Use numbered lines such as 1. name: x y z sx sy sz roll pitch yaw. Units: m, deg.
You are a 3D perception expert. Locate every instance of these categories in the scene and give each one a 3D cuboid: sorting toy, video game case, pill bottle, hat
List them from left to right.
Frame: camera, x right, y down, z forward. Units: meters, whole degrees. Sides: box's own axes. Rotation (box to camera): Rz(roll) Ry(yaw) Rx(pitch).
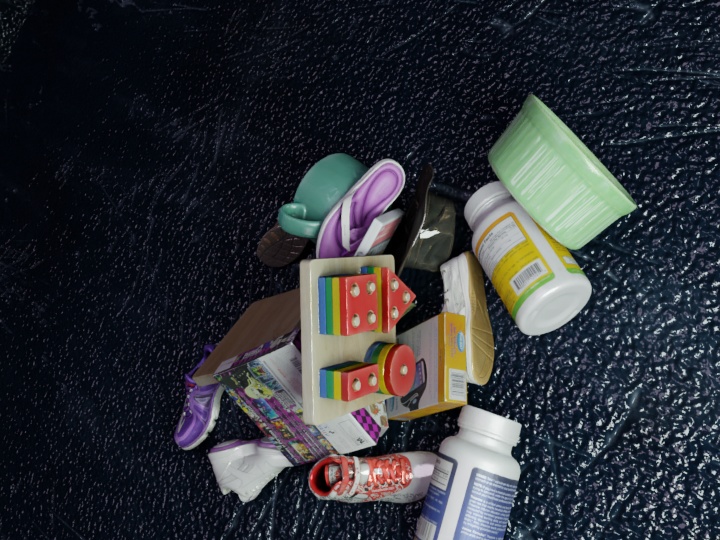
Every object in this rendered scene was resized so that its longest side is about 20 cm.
1. sorting toy: -0.149 0.124 1.148 0.195 0.070 0.201 -17 27 38
2. video game case: -0.093 0.191 0.995 0.179 0.201 0.036 -25 22 37
3. video game case: 0.000 0.000 1.074 0.017 0.143 0.203 32 109 9
4. sorting toy: 0.009 0.085 0.915 0.068 0.197 0.207 0 93 35
5. hat: 0.106 -0.055 1.065 0.201 0.079 0.206 -163 89 -84
6. pill bottle: 0.143 0.286 0.891 0.109 0.110 0.205 11 79 39
7. pill bottle: 0.221 -0.024 0.952 0.110 0.110 0.203 -38 54 18

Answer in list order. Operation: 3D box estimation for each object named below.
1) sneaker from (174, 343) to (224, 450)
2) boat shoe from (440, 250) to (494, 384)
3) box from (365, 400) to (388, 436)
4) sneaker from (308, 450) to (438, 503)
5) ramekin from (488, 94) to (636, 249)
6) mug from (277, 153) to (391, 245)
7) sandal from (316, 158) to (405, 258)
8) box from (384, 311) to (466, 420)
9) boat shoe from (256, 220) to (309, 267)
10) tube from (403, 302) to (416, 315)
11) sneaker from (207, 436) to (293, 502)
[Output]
1. sneaker: -0.302 0.227 1.270 0.079 0.083 0.205 18 85 40
2. boat shoe: 0.147 0.074 1.001 0.068 0.071 0.205 -20 53 30
3. box: 0.007 0.156 1.072 0.042 0.038 0.205 120 148 -53
4. sneaker: 0.019 0.295 0.983 0.197 0.107 0.069 -17 63 31
5. ramekin: 0.260 -0.125 0.912 0.098 0.198 0.203 -44 52 22
6. mug: -0.032 -0.088 1.135 0.185 0.153 0.114 -45 55 -13
7. sandal: -0.002 -0.080 1.046 0.206 0.081 0.050 -59 20 5
8. box: 0.086 0.145 0.991 0.200 0.040 0.123 141 135 -61
9. boat shoe: -0.117 -0.080 1.266 0.199 0.076 0.072 -39 16 31
10. tube: 0.009 0.053 1.026 0.057 0.198 0.054 0 75 34
11. sneaker: -0.164 0.329 1.148 0.195 0.074 0.103 -13 88 30
